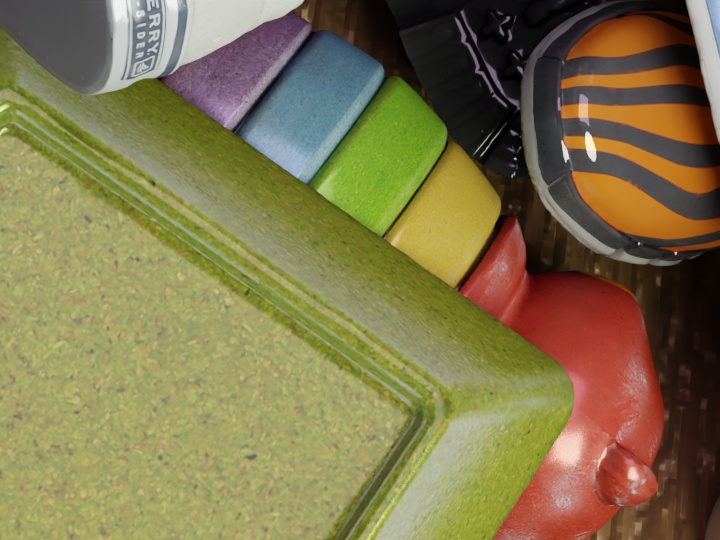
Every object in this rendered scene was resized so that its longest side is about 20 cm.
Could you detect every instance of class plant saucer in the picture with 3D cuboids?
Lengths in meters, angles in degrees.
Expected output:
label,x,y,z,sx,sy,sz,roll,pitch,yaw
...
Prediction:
label,x,y,z,sx,sy,sz,roll,pitch,yaw
plant saucer,-0.072,0.052,0.701,0.199,0.048,0.200,35,79,-3

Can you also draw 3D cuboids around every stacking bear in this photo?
label,x,y,z,sx,sy,sz,roll,pitch,yaw
stacking bear,0.000,0.000,0.799,0.200,0.121,0.114,38,67,-3

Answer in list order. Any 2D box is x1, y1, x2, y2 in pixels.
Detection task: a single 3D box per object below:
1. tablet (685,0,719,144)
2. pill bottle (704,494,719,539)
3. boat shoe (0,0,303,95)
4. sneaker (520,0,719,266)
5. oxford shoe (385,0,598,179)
label,x,y,z,sx,sy,sz,roll,pitch,yaw
tablet,0.141,-0.105,0.756,0.129,0.014,0.201,-15,93,-10
pill bottle,0.167,0.057,0.762,0.116,0.200,0.117,5,68,-12
boat shoe,-0.071,-0.113,0.716,0.086,0.075,0.202,-17,35,-26
sneaker,0.141,-0.042,0.801,0.199,0.112,0.078,2,83,-45
oxford shoe,0.022,-0.119,0.865,0.072,0.084,0.201,-19,86,8
